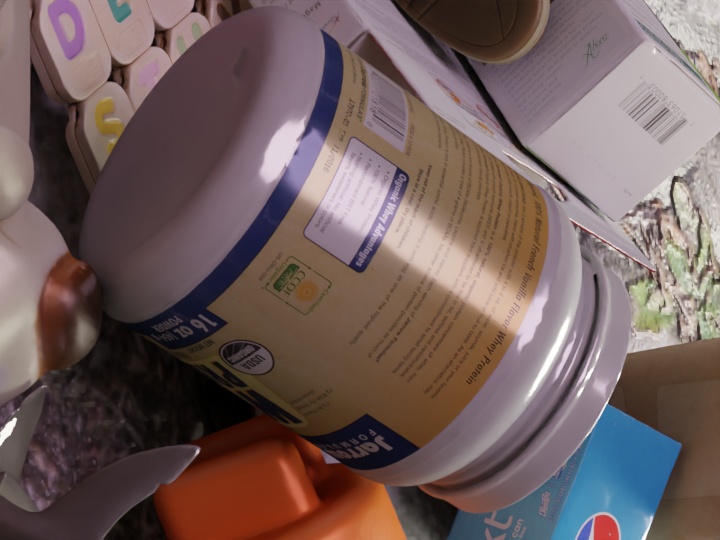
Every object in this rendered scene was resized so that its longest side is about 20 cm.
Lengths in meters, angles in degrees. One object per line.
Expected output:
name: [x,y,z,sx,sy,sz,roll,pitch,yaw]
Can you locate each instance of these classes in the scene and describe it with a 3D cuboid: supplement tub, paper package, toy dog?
supplement tub: [0.000,0.000,1.029,0.200,0.144,0.145,34,53,-24]
paper package: [0.195,0.098,1.302,0.190,0.199,0.104,10,72,-50]
toy dog: [-0.178,-0.040,0.950,0.194,0.139,0.201,-50,127,-75]

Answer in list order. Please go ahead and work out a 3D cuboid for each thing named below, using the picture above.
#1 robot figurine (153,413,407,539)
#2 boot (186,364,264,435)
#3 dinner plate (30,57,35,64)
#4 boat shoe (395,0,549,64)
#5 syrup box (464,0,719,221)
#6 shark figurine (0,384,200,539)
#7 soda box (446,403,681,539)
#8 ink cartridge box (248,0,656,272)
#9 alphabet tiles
robot figurine: [-0.022,0.164,1.083,0.116,0.144,0.201,-29,104,-27]
boot: [0.010,0.058,1.191,0.200,0.072,0.183,-19,91,-54]
dinner plate: [-0.181,-0.180,1.063,0.200,0.024,0.201,20,64,-46]
boat shoe: [0.036,-0.171,1.230,0.063,0.073,0.201,19,23,-52]
syrup box: [0.097,-0.123,1.251,0.079,0.081,0.200,36,18,-39]
shark figurine: [-0.127,0.082,0.922,0.128,0.215,0.090,28,72,-2]
soda box: [0.077,0.158,1.191,0.068,0.064,0.201,28,82,-43]
ink cartridge box: [0.040,-0.072,1.195,0.200,0.044,0.174,27,25,-54]
alphabet tiles: [-0.085,-0.114,1.142,0.200,0.015,0.196,-48,123,-52]
